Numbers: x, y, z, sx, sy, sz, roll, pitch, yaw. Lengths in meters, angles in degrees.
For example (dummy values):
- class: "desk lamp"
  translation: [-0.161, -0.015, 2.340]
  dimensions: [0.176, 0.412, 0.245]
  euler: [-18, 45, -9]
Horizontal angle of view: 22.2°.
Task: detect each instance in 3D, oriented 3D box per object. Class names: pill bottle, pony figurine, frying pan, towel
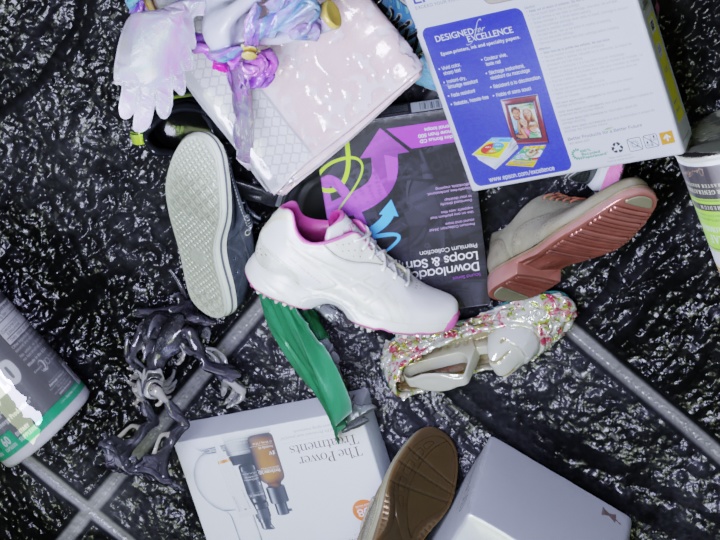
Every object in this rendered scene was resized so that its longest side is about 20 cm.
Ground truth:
- class: "pill bottle"
  translation: [-0.371, 0.085, 1.805]
  dimensions: [0.113, 0.113, 0.200]
  euler: [-38, 99, 23]
- class: "pony figurine"
  translation: [-0.112, -0.202, 1.515]
  dimensions: [0.199, 0.166, 0.195]
  euler: [-22, 61, 31]
- class: "frying pan"
  translation: [-0.056, -0.046, 1.723]
  dimensions: [0.188, 0.031, 0.116]
  euler: [-1, 112, 12]
- class: "towel"
  translation: [-0.070, -0.192, 1.585]
  dimensions: [0.191, 0.032, 0.200]
  euler: [-40, 87, 28]

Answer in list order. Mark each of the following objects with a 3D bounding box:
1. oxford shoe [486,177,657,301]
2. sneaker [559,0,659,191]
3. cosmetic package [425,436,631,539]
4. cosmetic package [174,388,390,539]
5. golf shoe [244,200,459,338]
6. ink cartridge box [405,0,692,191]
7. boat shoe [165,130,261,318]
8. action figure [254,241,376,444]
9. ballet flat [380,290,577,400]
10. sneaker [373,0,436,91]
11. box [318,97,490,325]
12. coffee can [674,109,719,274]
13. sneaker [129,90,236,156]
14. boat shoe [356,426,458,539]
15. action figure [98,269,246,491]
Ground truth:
- class: "oxford shoe"
  translation: [0.178, -0.043, 1.624]
  dimensions: [0.070, 0.074, 0.199]
  euler: [14, 147, -39]
- class: "sneaker"
  translation: [0.203, -0.162, 1.596]
  dimensions: [0.086, 0.080, 0.202]
  euler: [14, 113, 9]
- class: "cosmetic package"
  translation: [0.136, 0.306, 1.747]
  dimensions: [0.165, 0.168, 0.201]
  euler: [30, 114, 0]
- class: "cosmetic package"
  translation: [-0.068, 0.210, 1.821]
  dimensions: [0.198, 0.052, 0.152]
  euler: [-12, 110, 17]
- class: "golf shoe"
  translation: [0.000, 0.000, 1.641]
  dimensions: [0.198, 0.075, 0.092]
  euler: [15, 111, -9]
- class: "ink cartridge box"
  translation: [0.156, -0.175, 1.541]
  dimensions: [0.196, 0.047, 0.201]
  euler: [-8, 115, 27]
- class: "boat shoe"
  translation: [-0.131, -0.048, 1.683]
  dimensions: [0.074, 0.062, 0.201]
  euler: [23, 137, 30]
- class: "action figure"
  translation: [-0.051, 0.056, 1.724]
  dimensions: [0.054, 0.118, 0.201]
  euler: [-24, 76, -19]
- class: "ballet flat"
  translation: [0.110, 0.078, 1.716]
  dimensions: [0.198, 0.064, 0.076]
  euler: [-19, 130, 21]
- class: "sneaker"
  translation: [0.018, -0.214, 1.610]
  dimensions: [0.199, 0.090, 0.079]
  euler: [33, 114, -1]
- class: "box"
  translation: [0.039, -0.053, 1.674]
  dimensions: [0.141, 0.036, 0.202]
  euler: [-8, 117, 2]
- class: "coffee can"
  translation: [0.368, -0.039, 1.570]
  dimensions: [0.145, 0.146, 0.201]
  euler: [-18, 106, 19]
- class: "sneaker"
  translation: [-0.112, -0.128, 1.677]
  dimensions: [0.198, 0.083, 0.072]
  euler: [-7, 110, 15]
- class: "boat shoe"
  translation: [0.033, 0.239, 1.750]
  dimensions: [0.072, 0.201, 0.065]
  euler: [33, 149, -18]
- class: "action figure"
  translation: [-0.181, 0.106, 1.778]
  dimensions: [0.118, 0.102, 0.202]
  euler: [7, 74, 39]
